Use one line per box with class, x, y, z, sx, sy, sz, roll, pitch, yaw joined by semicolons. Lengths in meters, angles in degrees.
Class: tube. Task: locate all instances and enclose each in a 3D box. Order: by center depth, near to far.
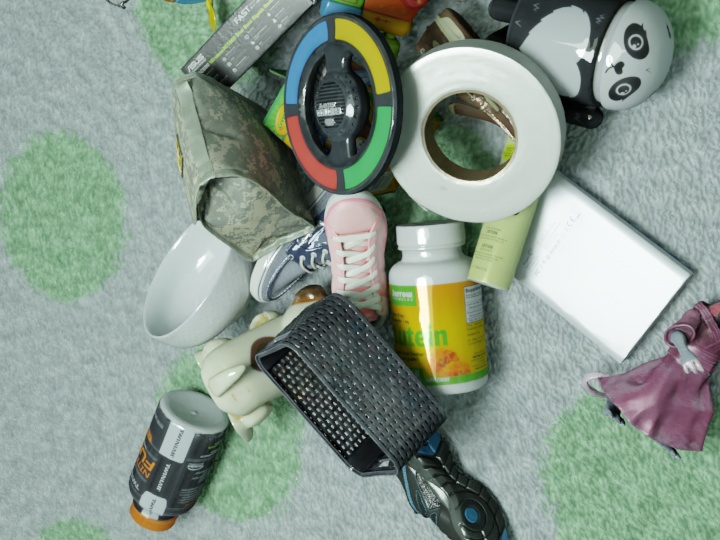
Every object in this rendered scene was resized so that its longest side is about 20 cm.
tube;0.174;-0.078;1.193;0.058;0.052;0.200;18;89;1

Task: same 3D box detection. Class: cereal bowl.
cereal bowl;-0.204;0.020;1.406;0.200;0.083;0.200;-34;37;30

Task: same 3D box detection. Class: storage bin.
storage bin;-0.012;0.137;1.215;0.200;0.094;0.135;49;154;-7

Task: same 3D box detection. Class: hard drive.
hard drive;0.261;-0.007;1.192;0.200;0.025;0.132;41;115;20

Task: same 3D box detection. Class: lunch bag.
lunch bag;-0.159;-0.129;1.263;0.117;0.200;0.164;-26;59;16

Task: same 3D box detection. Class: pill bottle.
pill bottle;0.092;0.042;1.250;0.111;0.111;0.201;-2;96;31
pill bottle;-0.272;0.282;1.506;0.106;0.106;0.200;33;112;23

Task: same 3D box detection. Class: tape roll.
tape roll;0.121;-0.149;1.127;0.202;0.037;0.203;9;120;17

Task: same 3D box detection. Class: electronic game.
electronic game;-0.023;-0.184;1.152;0.200;0.042;0.201;12;106;48

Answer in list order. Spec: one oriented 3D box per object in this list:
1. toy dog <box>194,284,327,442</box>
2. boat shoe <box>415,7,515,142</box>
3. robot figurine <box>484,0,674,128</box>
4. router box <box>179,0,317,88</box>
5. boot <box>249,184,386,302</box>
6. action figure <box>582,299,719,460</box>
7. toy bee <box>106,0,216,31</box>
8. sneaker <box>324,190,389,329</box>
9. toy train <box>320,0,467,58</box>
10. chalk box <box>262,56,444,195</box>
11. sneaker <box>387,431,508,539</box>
toy dog;-0.107;0.101;1.342;0.200;0.194;0.140;-31;70;-5
boat shoe;0.136;-0.201;1.184;0.075;0.075;0.203;-40;71;21
robot figurine;0.233;-0.245;1.113;0.200;0.150;0.125;23;75;26
router box;-0.121;-0.314;1.296;0.200;0.150;0.062;-38;104;29
boot;-0.057;-0.026;1.326;0.090;0.073;0.200;38;98;28
action figure;0.362;0.097;1.127;0.200;0.134;0.149;-61;25;10
toy bee;-0.229;-0.396;1.394;0.200;0.109;0.131;12;96;3
sneaker;0.000;0.000;1.246;0.075;0.105;0.200;-6;139;-4
toy train;0.048;-0.296;1.215;0.200;0.085;0.116;12;122;-16
chalk box;-0.024;-0.199;1.275;0.200;0.125;0.124;43;116;17
sneaker;0.111;0.294;1.312;0.200;0.073;0.082;56;136;18
